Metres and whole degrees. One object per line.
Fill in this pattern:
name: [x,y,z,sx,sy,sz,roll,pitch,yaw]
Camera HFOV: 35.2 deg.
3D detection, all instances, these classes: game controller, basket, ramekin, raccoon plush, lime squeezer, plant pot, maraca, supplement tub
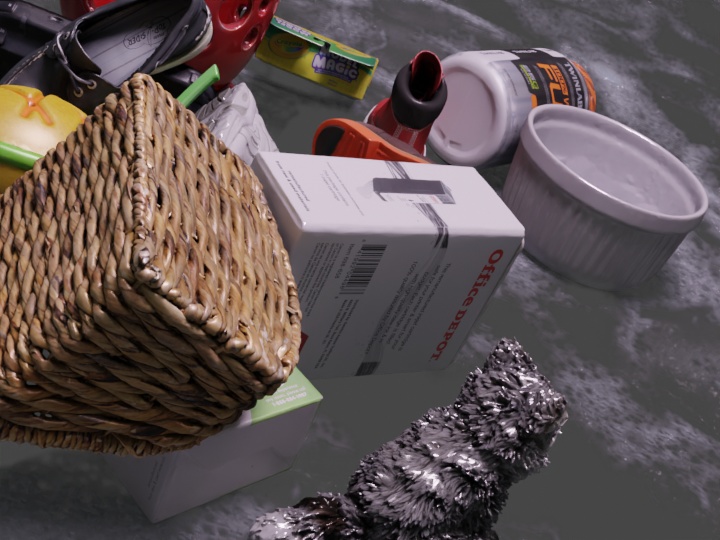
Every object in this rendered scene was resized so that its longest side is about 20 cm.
game controller: [-0.220,-0.153,0.944,0.198,0.105,0.043,21,54,-7]
basket: [-0.130,0.015,0.659,0.143,0.148,0.201,42,20,-35]
ramekin: [0.235,-0.070,1.138,0.198,0.106,0.201,18,32,-12]
raccoon plush: [0.043,0.120,0.679,0.199,0.135,0.097,-14,48,-47]
lime squeezer: [-0.202,-0.105,0.888,0.197,0.038,0.072,-15,81,3]
plant pot: [-0.179,-0.240,1.016,0.198,0.184,0.201,19,24,-9]
maraca: [-0.220,-0.067,0.811,0.198,0.108,0.136,20,-3,-38]
supplement tub: [0.167,-0.180,1.240,0.122,0.124,0.199,42,35,27]

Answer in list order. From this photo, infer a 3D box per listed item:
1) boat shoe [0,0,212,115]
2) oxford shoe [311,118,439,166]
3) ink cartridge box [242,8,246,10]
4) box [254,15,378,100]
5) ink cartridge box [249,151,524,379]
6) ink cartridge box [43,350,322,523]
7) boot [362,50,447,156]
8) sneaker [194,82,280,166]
boat shoe: [-0.201,-0.162,0.863,0.198,0.066,0.075,-27,82,-14]
oxford shoe: [0.050,-0.069,0.947,0.200,0.072,0.072,41,30,26]
ink cartridge box: [-0.211,-0.321,1.265,0.199,0.044,0.198,31,31,14]
box: [-0.044,-0.212,1.146,0.116,0.049,0.200,22,5,-5]
ink cartridge box: [0.000,0.000,0.820,0.198,0.145,0.084,1,41,-36]
ink cartridge box: [-0.133,0.052,0.725,0.116,0.068,0.200,-12,47,-44]
boot: [0.048,-0.159,1.104,0.072,0.146,0.201,19,29,-5]
sneaker: [-0.090,-0.070,0.844,0.100,0.077,0.201,51,21,-17]
